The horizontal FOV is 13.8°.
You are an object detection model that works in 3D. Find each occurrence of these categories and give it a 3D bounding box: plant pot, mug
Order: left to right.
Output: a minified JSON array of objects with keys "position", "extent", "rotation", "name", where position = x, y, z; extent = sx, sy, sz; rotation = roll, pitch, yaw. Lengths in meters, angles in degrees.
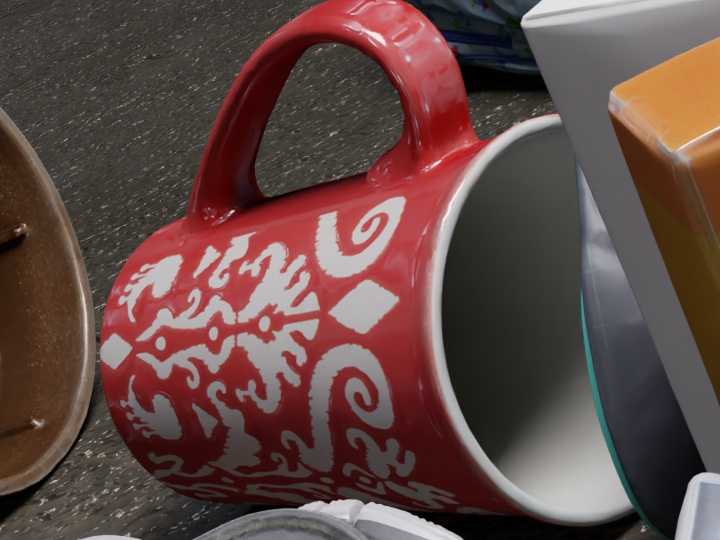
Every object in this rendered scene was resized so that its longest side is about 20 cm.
[{"position":[-0.251,0.027,1.268],"extent":[0.198,0.201,0.200],"rotation":[-22,18,31],"name":"plant pot"},{"position":[0.009,0.003,1.043],"extent":[0.133,0.179,0.200],"rotation":[4,-8,-40],"name":"mug"}]

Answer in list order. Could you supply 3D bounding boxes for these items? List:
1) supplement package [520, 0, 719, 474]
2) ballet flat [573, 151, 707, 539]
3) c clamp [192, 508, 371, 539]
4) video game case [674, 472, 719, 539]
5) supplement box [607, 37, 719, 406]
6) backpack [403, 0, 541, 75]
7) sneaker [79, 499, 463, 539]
[{"position":[0.155,-0.018,0.849],"extent":[0.119,0.201,0.121],"rotation":[-6,27,44],"name":"supplement package"},{"position":[0.103,-0.016,0.937],"extent":[0.073,0.201,0.073],"rotation":[-7,-17,-2],"name":"ballet flat"},{"position":[-0.054,0.147,0.837],"extent":[0.170,0.027,0.200],"rotation":[-29,46,-1],"name":"c clamp"},{"position":[0.156,0.114,0.612],"extent":[0.199,0.023,0.182],"rotation":[11,28,6],"name":"video game case"},{"position":[0.129,0.039,0.731],"extent":[0.069,0.201,0.067],"rotation":[-23,19,-4],"name":"supplement box"},{"position":[0.085,-0.166,1.455],"extent":[0.199,0.154,0.163],"rotation":[21,46,35],"name":"backpack"},{"position":[-0.045,0.136,0.905],"extent":[0.199,0.078,0.112],"rotation":[-13,30,41],"name":"sneaker"}]
